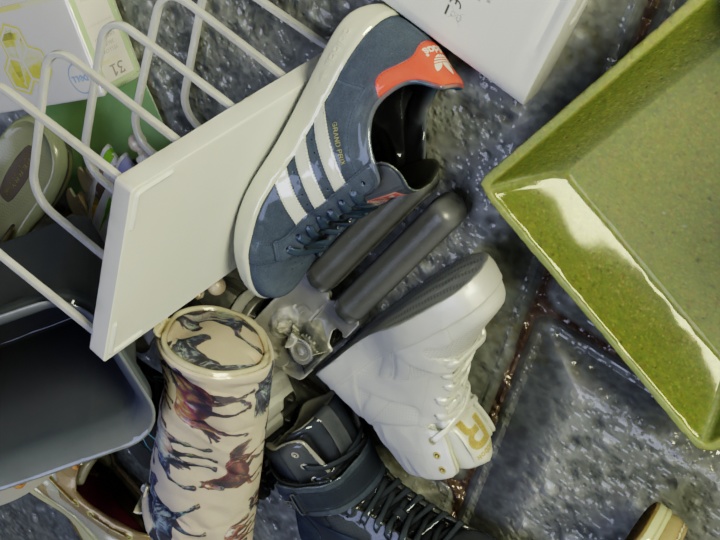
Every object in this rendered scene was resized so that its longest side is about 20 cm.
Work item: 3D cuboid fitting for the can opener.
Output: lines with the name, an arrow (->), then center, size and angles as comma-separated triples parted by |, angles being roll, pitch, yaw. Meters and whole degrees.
can opener -> 0.000, 0.000, 0.921 | 0.053, 0.067, 0.200 | 48, 126, 4

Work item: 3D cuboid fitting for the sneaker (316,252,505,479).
sneaker -> 0.059, 0.068, 0.900 | 0.116, 0.074, 0.200 | 49, 148, -1

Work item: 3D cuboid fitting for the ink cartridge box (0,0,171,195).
ink cartridge box -> -0.214, -0.128, 1.013 | 0.145, 0.048, 0.201 | -1, 116, 41

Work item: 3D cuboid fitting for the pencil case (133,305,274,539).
pencil case -> -0.109, 0.114, 0.972 | 0.089, 0.078, 0.201 | 9, 127, -2

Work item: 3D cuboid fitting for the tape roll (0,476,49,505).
tape roll -> -0.324, 0.077, 1.110 | 0.202, 0.203, 0.139 | 34, 165, 18

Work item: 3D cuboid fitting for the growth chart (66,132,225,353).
growth chart -> -0.164, -0.019, 1.016 | 0.145, 0.018, 0.200 | 63, 150, 6

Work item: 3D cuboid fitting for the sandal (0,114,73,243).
sandal -> -0.279, -0.025, 1.011 | 0.080, 0.057, 0.202 | 35, 106, 15

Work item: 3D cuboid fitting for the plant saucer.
plant saucer -> 0.190, -0.026, 0.729 | 0.200, 0.048, 0.200 | 50, 139, 1

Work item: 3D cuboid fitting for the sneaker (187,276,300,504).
sneaker -> -0.095, 0.084, 1.050 | 0.090, 0.066, 0.201 | 26, 132, 33

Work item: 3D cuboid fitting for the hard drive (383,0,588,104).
hard drive -> 0.038, -0.197, 0.755 | 0.200, 0.026, 0.132 | 39, 137, 13

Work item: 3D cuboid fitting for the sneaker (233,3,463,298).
sneaker -> -0.006, -0.051, 0.829 | 0.084, 0.075, 0.201 | 40, 121, 23

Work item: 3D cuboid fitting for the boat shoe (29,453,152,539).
boat shoe -> -0.245, 0.181, 1.251 | 0.200, 0.074, 0.066 | 43, 125, 7

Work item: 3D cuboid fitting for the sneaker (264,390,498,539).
sneaker -> 0.018, 0.162, 0.994 | 0.202, 0.077, 0.147 | 7, 125, 40

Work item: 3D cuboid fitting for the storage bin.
storage bin -> -0.235, 0.058, 0.944 | 0.199, 0.135, 0.146 | -19, 125, 11

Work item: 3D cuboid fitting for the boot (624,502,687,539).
boot -> 0.217, 0.243, 0.882 | 0.154, 0.072, 0.201 | 29, 139, 23

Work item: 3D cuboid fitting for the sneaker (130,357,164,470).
sneaker -> -0.161, 0.099, 1.078 | 0.079, 0.076, 0.200 | 2, 155, 28

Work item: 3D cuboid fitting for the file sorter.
file sorter -> -0.119, -0.075, 0.852 | 0.124, 0.200, 0.139 | 37, 137, 17
